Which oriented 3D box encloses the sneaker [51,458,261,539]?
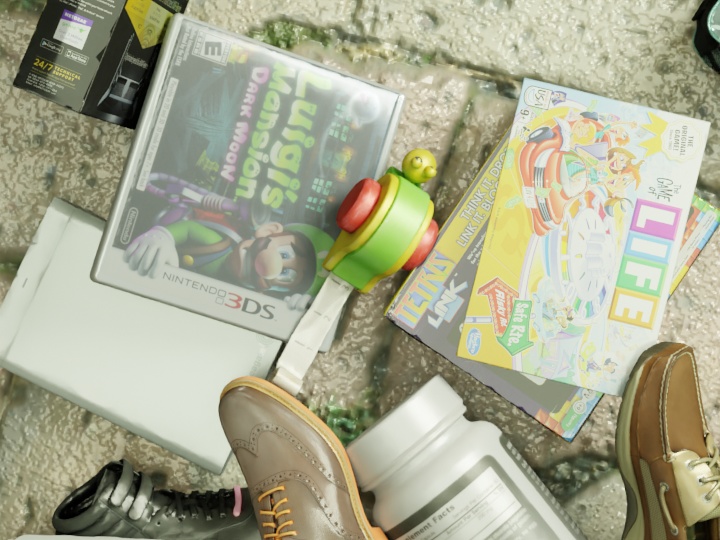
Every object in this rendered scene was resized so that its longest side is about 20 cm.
[{"bbox_3d":[-0.132,0.175,1.505,0.200,0.071,0.099,-24,112,7],"label":"sneaker"}]

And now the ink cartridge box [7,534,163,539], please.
[{"bbox_3d":[-0.184,0.296,1.483,0.145,0.083,0.200,1,115,4],"label":"ink cartridge box"}]

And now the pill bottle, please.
[{"bbox_3d":[0.081,0.180,1.482,0.114,0.114,0.200,-39,88,4],"label":"pill bottle"}]

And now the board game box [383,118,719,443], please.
[{"bbox_3d":[0.139,-0.003,1.504,0.165,0.057,0.200,35,93,4],"label":"board game box"}]

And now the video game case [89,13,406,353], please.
[{"bbox_3d":[-0.079,-0.061,1.497,0.181,0.023,0.200,18,86,-15],"label":"video game case"}]

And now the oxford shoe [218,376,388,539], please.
[{"bbox_3d":[-0.042,0.164,1.442,0.071,0.073,0.200,-37,85,33],"label":"oxford shoe"}]

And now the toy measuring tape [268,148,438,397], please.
[{"bbox_3d":[0.000,0.000,1.473,0.073,0.074,0.200,31,82,2],"label":"toy measuring tape"}]

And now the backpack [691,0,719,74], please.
[{"bbox_3d":[0.356,-0.168,1.443,0.200,0.153,0.176,39,88,-5],"label":"backpack"}]

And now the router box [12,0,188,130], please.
[{"bbox_3d":[-0.166,-0.183,1.446,0.052,0.200,0.158,23,92,4],"label":"router box"}]

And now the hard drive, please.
[{"bbox_3d":[-0.164,0.048,1.539,0.200,0.026,0.132,26,93,3],"label":"hard drive"}]

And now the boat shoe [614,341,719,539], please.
[{"bbox_3d":[0.224,0.148,1.436,0.074,0.076,0.200,12,115,38],"label":"boat shoe"}]

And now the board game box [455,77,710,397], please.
[{"bbox_3d":[0.155,-0.022,1.457,0.134,0.034,0.200,13,92,4],"label":"board game box"}]
